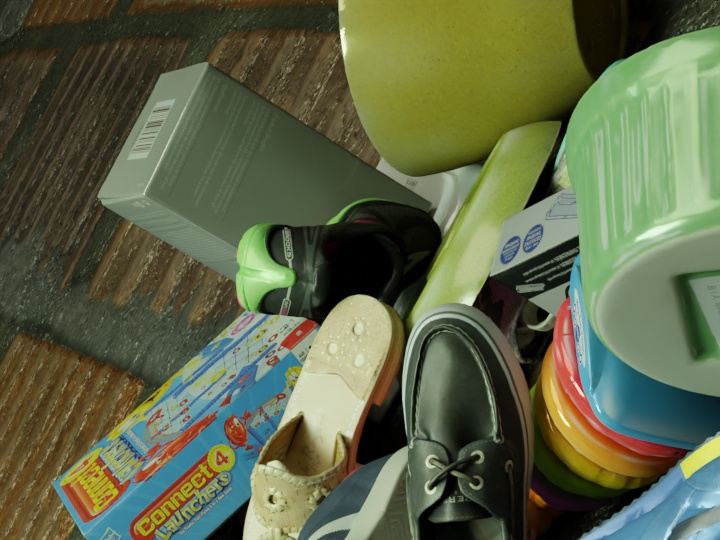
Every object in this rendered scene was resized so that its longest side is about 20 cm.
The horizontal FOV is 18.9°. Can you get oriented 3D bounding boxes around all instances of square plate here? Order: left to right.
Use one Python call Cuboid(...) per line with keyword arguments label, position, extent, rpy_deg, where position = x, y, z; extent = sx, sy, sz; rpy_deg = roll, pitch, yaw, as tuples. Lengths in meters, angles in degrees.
Cuboid(label="square plate", position=(0.017, -0.004, 1.552), extent=(0.199, 0.028, 0.200), rpy_deg=(-61, 24, -1))

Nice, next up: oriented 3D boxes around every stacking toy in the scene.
Cuboid(label="stacking toy", position=(0.124, 0.088, 1.178), extent=(0.200, 0.109, 0.117), rpy_deg=(124, 151, -47))

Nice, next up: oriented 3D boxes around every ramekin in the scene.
Cuboid(label="ramekin", position=(0.195, -0.019, 1.024), extent=(0.200, 0.199, 0.098), rpy_deg=(-32, 43, 46))

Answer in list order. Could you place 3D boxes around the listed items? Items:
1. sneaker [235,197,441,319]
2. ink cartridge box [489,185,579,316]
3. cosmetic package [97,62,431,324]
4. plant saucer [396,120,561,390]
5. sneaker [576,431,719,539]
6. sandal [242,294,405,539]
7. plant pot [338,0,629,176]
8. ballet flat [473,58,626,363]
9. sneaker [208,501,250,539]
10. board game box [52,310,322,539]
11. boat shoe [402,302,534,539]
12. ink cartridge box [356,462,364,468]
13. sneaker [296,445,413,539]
Cuboid(label="sneaker", position=(0.000, 0.000, 1.390), extent=(0.083, 0.200, 0.077), rpy_deg=(11, 106, 30))
Cuboid(label="ink cartridge box", position=(0.170, -0.021, 1.190), extent=(0.200, 0.094, 0.044), rpy_deg=(-29, 38, 50))
Cuboid(label="cosmetic package", position=(-0.062, -0.045, 1.479), extent=(0.090, 0.199, 0.107), rpy_deg=(-2, 58, 60))
Cuboid(label="plant saucer", position=(0.066, -0.012, 1.366), extent=(0.201, 0.031, 0.200), rpy_deg=(-62, 1, 1))
Cuboid(label="sneaker", position=(0.148, 0.160, 1.065), extent=(0.200, 0.066, 0.079), rpy_deg=(-46, 31, 29))
Cuboid(label="sandal", position=(-0.038, 0.112, 1.288), extent=(0.077, 0.070, 0.213), rpy_deg=(16, 84, 31))
Cuboid(label="plant pot", position=(0.093, -0.166, 1.422), extent=(0.141, 0.200, 0.201), rpy_deg=(-3, 55, 28))
Cuboid(label="ballet flat", position=(0.137, -0.028, 1.309), extent=(0.071, 0.069, 0.201), rpy_deg=(46, 116, 36))
Cuboid(label="sneaker", position=(-0.073, 0.178, 1.456), extent=(0.115, 0.076, 0.199), rpy_deg=(-61, 14, 8))
Cuboid(label="board game box", position=(-0.103, 0.110, 1.424), extent=(0.196, 0.056, 0.200), rpy_deg=(-42, 12, -8))
Cuboid(label="boat shoe", position=(0.056, 0.119, 1.128), extent=(0.057, 0.068, 0.202), rpy_deg=(-23, -73, -73))
Cuboid(label="ink cartridge box", position=(0.027, 0.173, 1.266), extent=(0.200, 0.043, 0.175), rpy_deg=(-109, 37, -60))
Cuboid(label="sneaker", position=(-0.016, 0.181, 1.189), extent=(0.084, 0.075, 0.200), rpy_deg=(-20, 24, 49))
